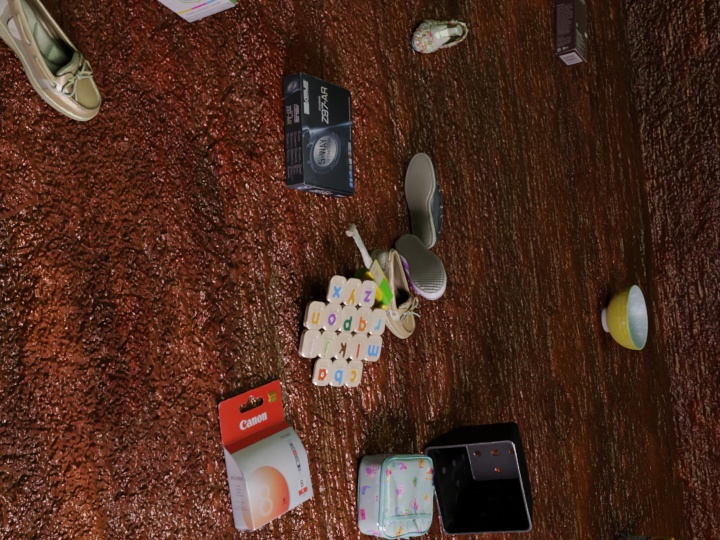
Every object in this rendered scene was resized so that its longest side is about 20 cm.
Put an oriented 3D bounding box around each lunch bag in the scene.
[{"bbox_3d":[0.074,0.437,1.747,0.198,0.076,0.164,16,72,-53],"label":"lunch bag"}]

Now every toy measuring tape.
[{"bbox_3d":[0.000,0.000,1.713,0.202,0.072,0.074,61,41,-31],"label":"toy measuring tape"}]

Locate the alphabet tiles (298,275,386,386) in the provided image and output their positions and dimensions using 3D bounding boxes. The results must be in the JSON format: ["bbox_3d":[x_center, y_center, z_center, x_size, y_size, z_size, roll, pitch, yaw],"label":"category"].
[{"bbox_3d":[-0.030,0.112,1.653,0.198,0.014,0.200,8,91,-45],"label":"alphabet tiles"}]

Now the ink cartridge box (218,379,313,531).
[{"bbox_3d":[-0.150,0.295,1.468,0.161,0.049,0.205,-14,100,-56],"label":"ink cartridge box"}]

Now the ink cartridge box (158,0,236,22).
[{"bbox_3d":[-0.284,-0.453,1.338,0.199,0.102,0.061,28,62,-50],"label":"ink cartridge box"}]

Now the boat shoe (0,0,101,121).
[{"bbox_3d":[-0.401,-0.283,1.177,0.202,0.062,0.074,59,42,-31],"label":"boat shoe"}]

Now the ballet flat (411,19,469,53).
[{"bbox_3d":[0.187,-0.545,2.074,0.199,0.063,0.077,-35,114,-51],"label":"ballet flat"}]

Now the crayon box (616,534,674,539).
[{"bbox_3d":[0.869,0.848,2.736,0.125,0.197,0.053,-11,93,-55],"label":"crayon box"}]

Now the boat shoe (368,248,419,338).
[{"bbox_3d":[0.072,0.049,1.816,0.074,0.062,0.203,-53,127,-45],"label":"boat shoe"}]

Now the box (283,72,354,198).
[{"bbox_3d":[-0.075,-0.245,1.663,0.159,0.043,0.205,7,80,-55],"label":"box"}]

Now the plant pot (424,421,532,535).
[{"bbox_3d":[0.273,0.430,1.953,0.177,0.196,0.204,-36,115,-63],"label":"plant pot"}]

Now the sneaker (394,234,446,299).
[{"bbox_3d":[0.137,0.020,1.839,0.202,0.071,0.116,-113,-179,-55],"label":"sneaker"}]

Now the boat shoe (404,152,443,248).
[{"bbox_3d":[0.145,-0.151,1.944,0.066,0.073,0.204,-15,98,-57],"label":"boat shoe"}]

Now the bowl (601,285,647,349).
[{"bbox_3d":[0.826,0.151,2.861,0.199,0.106,0.205,12,76,-55],"label":"bowl"}]

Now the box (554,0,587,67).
[{"bbox_3d":[0.645,-0.739,2.764,0.099,0.074,0.205,21,67,-52],"label":"box"}]
